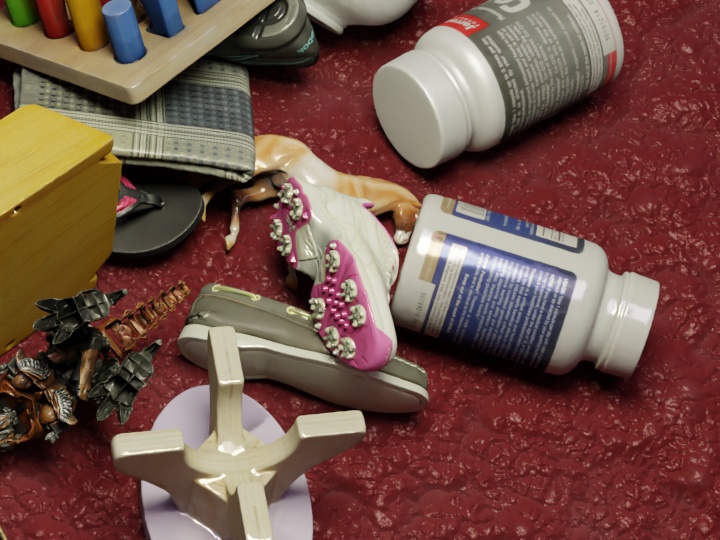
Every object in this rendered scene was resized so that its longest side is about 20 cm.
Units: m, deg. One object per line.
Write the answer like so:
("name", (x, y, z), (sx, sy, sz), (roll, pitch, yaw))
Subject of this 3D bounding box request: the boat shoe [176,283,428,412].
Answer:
("boat shoe", (-0.039, 0.060, 1.665), (0.202, 0.072, 0.060), (15, 60, 4))

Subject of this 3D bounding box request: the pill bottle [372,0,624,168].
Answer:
("pill bottle", (0.117, -0.171, 1.821), (0.200, 0.114, 0.114), (-28, 66, -26))

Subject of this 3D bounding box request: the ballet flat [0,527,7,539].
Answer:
("ballet flat", (-0.293, 0.181, 1.541), (0.071, 0.071, 0.200), (-20, 62, -22))

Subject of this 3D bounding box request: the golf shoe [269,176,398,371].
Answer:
("golf shoe", (0.000, 0.000, 1.648), (0.091, 0.075, 0.200), (4, 40, -29))

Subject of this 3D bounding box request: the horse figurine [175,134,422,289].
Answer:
("horse figurine", (-0.054, -0.057, 1.754), (0.200, 0.050, 0.133), (29, 63, 6))

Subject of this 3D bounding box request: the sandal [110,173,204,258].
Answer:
("sandal", (-0.226, -0.058, 1.706), (0.200, 0.045, 0.075), (8, 60, 5))

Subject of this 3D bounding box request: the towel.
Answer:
("towel", (-0.187, -0.130, 1.746), (0.200, 0.035, 0.193), (8, 31, -10))

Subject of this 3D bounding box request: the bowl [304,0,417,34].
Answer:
("bowl", (-0.035, -0.266, 1.839), (0.201, 0.201, 0.090), (32, 92, 11))

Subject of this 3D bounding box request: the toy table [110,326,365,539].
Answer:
("toy table", (-0.093, 0.151, 1.568), (0.184, 0.117, 0.200), (-15, 60, -20))

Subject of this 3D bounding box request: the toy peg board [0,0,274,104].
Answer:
("toy peg board", (-0.194, -0.249, 1.739), (0.199, 0.098, 0.200), (21, 50, 37))

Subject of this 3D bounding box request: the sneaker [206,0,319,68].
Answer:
("sneaker", (-0.125, -0.206, 1.821), (0.200, 0.079, 0.075), (14, 73, 30))

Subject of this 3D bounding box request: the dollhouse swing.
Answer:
("dollhouse swing", (-0.309, -0.054, 1.612), (0.176, 0.200, 0.182), (42, 59, 18))

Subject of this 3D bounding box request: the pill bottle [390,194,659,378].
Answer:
("pill bottle", (0.131, 0.018, 1.700), (0.200, 0.111, 0.111), (17, 55, 1))

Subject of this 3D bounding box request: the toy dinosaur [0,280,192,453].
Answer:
("toy dinosaur", (-0.214, 0.066, 1.591), (0.102, 0.136, 0.200), (34, 67, -10))
